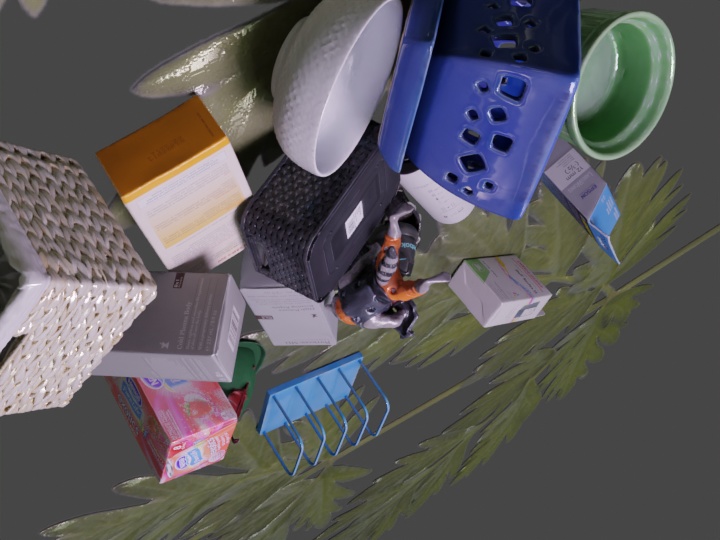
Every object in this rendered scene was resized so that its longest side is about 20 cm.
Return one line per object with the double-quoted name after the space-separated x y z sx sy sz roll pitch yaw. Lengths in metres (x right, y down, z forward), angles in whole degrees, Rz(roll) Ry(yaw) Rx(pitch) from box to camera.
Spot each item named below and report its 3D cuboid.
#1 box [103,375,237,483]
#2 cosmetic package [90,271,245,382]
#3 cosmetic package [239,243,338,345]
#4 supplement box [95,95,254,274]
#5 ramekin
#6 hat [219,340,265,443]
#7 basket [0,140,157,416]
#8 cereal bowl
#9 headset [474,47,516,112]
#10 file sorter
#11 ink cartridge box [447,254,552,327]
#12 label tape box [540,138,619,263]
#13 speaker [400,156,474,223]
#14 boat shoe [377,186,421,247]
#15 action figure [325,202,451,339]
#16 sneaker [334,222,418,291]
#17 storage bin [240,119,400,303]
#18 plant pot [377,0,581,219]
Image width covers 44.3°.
-0.251 0.153 1.135 0.094 0.200 0.103 -16 147 -35 "box"
-0.241 0.062 1.009 0.199 0.107 0.090 1 152 6 "cosmetic package"
-0.095 0.038 1.236 0.101 0.074 0.200 -2 151 10 "cosmetic package"
-0.190 -0.082 0.978 0.126 0.074 0.200 -32 153 -10 "supplement box"
0.326 -0.261 1.211 0.200 0.098 0.201 -17 121 -30 "ramekin"
-0.189 0.223 1.338 0.200 0.176 0.166 0 135 -50 "hat"
-0.334 0.008 0.825 0.198 0.200 0.161 -47 157 20 "basket"
-0.034 -0.204 0.922 0.200 0.083 0.200 -60 168 -21 "cereal bowl"
0.166 -0.237 1.131 0.123 0.094 0.200 -2 126 -48 "headset"
-0.066 0.265 1.611 0.200 0.123 0.139 -19 147 -29 "file sorter"
0.272 0.034 1.649 0.200 0.117 0.067 -6 138 -45 "ink cartridge box"
0.358 -0.118 1.407 0.066 0.200 0.143 -42 153 8 "label tape box"
0.097 -0.133 1.227 0.081 0.081 0.200 -41 152 8 "speaker"
0.059 -0.064 1.311 0.074 0.060 0.200 -34 153 -7 "boat shoe"
0.010 -0.003 1.161 0.104 0.200 0.194 -24 163 -46 "action figure"
0.000 0.000 1.270 0.075 0.080 0.200 17 147 -41 "sneaker"
-0.041 -0.080 1.049 0.200 0.094 0.135 -57 161 -24 "storage bin"
0.124 -0.206 0.968 0.179 0.200 0.200 14 137 -1 "plant pot"
